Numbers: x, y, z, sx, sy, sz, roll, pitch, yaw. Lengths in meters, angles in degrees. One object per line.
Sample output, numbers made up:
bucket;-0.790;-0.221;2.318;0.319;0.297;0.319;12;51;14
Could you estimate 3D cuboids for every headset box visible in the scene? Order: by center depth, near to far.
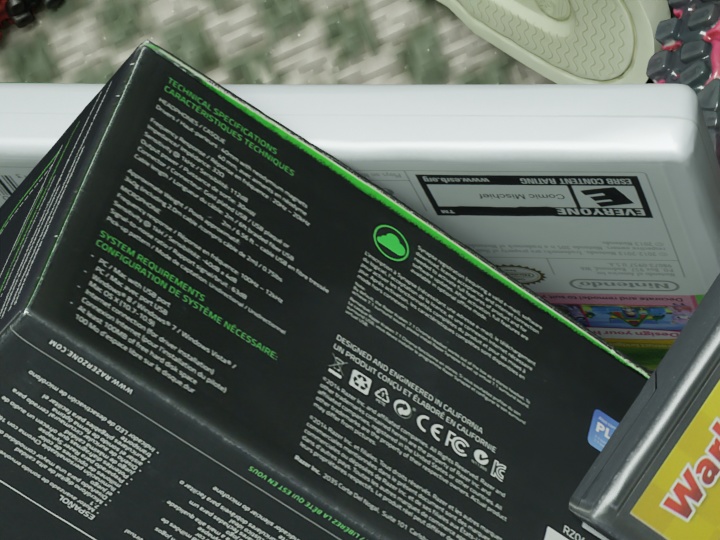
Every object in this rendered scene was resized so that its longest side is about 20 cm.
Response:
headset box;-0.041;0.075;0.684;0.174;0.093;0.200;33;133;-13

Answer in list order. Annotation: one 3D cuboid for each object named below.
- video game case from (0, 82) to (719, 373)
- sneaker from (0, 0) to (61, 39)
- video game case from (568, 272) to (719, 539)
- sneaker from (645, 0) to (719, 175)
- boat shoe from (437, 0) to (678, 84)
video game case;0.000;0.000;0.733;0.199;0.182;0.022;1;67;16
sneaker;-0.164;-0.080;0.837;0.200;0.078;0.082;-35;77;4
video game case;0.173;0.020;0.635;0.181;0.025;0.200;35;87;-11
sneaker;0.131;-0.097;0.732;0.081;0.075;0.200;-8;56;51
boat shoe;0.019;-0.124;0.792;0.200;0.072;0.068;36;62;20
